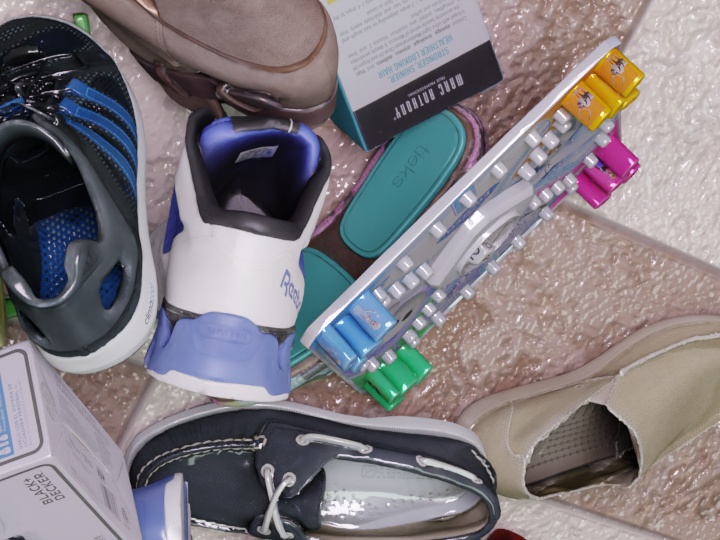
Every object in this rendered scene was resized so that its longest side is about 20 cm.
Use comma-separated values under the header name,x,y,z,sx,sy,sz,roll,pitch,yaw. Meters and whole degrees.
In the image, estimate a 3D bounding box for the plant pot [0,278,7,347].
name,x,y,z,sx,sy,sz,roll,pitch,yaw
plant pot,-0.260,-0.045,0.789,0.190,0.200,0.200,-13,118,-6

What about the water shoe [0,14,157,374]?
name,x,y,z,sx,sy,sz,roll,pitch,yaw
water shoe,-0.131,-0.052,0.822,0.071,0.200,0.079,-23,144,2

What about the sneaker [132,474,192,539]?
name,x,y,z,sx,sy,sz,roll,pitch,yaw
sneaker,-0.141,0.161,0.964,0.115,0.081,0.199,0,147,-2

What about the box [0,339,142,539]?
name,x,y,z,sx,sy,sz,roll,pitch,yaw
box,-0.208,0.113,0.829,0.200,0.060,0.117,-22,146,5

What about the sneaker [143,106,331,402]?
name,x,y,z,sx,sy,sz,roll,pitch,yaw
sneaker,-0.052,-0.018,0.876,0.080,0.199,0.115,13,99,-10

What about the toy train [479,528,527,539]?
name,x,y,z,sx,sy,sz,roll,pitch,yaw
toy train,0.088,0.178,1.131,0.200,0.034,0.046,40,89,-34

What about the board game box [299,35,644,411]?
name,x,y,z,sx,sy,sz,roll,pitch,yaw
board game box,0.064,-0.013,0.959,0.200,0.026,0.200,-45,167,-2

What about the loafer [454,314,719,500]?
name,x,y,z,sx,sy,sz,roll,pitch,yaw
loafer,0.151,0.087,1.098,0.200,0.068,0.076,-21,120,-15

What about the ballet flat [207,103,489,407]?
name,x,y,z,sx,sy,sz,roll,pitch,yaw
ballet flat,0.000,0.000,0.997,0.200,0.069,0.071,-49,149,2

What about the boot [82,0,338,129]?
name,x,y,z,sx,sy,sz,roll,pitch,yaw
boot,-0.101,-0.126,0.855,0.070,0.200,0.146,-56,154,-15

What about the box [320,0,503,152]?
name,x,y,z,sx,sy,sz,roll,pitch,yaw
box,-0.003,-0.164,0.922,0.082,0.049,0.200,-28,122,-10

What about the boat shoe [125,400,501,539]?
name,x,y,z,sx,sy,sz,roll,pitch,yaw
boat shoe,-0.024,0.112,1.014,0.200,0.060,0.076,-3,117,-9

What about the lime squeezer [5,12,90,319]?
name,x,y,z,sx,sy,sz,roll,pitch,yaw
lime squeezer,-0.156,-0.023,0.930,0.071,0.038,0.200,31,99,-1
